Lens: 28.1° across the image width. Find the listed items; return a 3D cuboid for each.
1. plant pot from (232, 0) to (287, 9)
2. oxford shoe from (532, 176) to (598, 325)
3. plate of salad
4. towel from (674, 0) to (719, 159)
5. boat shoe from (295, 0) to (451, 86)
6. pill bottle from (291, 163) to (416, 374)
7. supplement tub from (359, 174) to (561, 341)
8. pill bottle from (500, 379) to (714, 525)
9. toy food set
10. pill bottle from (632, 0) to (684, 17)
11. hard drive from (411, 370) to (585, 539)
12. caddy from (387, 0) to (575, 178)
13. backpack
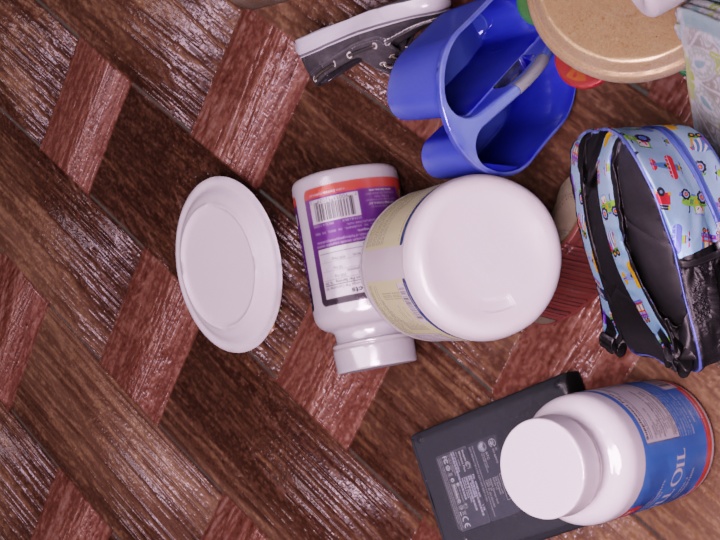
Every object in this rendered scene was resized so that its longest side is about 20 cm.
[{"bbox_3d":[-0.052,-0.377,1.456,0.173,0.200,0.200,-5,89,24],"label":"plant pot"},{"bbox_3d":[0.203,-0.036,1.327,0.200,0.070,0.075,-60,27,30],"label":"oxford shoe"},{"bbox_3d":[-0.144,-0.007,1.628,0.200,0.048,0.200,13,107,48],"label":"plate of salad"},{"bbox_3d":[0.327,-0.122,1.133,0.200,0.048,0.171,43,155,57],"label":"towel"},{"bbox_3d":[0.016,-0.232,1.469,0.200,0.070,0.066,-13,101,38],"label":"boat shoe"},{"bbox_3d":[0.000,0.000,1.460,0.111,0.111,0.200,-14,83,40],"label":"pill bottle"},{"bbox_3d":[0.083,-0.007,1.318,0.200,0.145,0.145,171,95,-74],"label":"supplement tub"},{"bbox_3d":[0.208,0.156,1.228,0.112,0.200,0.112,3,94,41],"label":"pill bottle"},{"bbox_3d":[0.235,-0.252,1.246,0.200,0.049,0.198,8,83,19],"label":"toy food set"},{"bbox_3d":[0.291,-0.300,1.150,0.200,0.114,0.114,-30,70,6],"label":"pill bottle"},{"bbox_3d":[0.148,0.195,1.393,0.200,0.033,0.140,-28,74,39],"label":"hard drive"},{"bbox_3d":[0.120,-0.169,1.299,0.105,0.200,0.141,-8,122,47],"label":"caddy"},{"bbox_3d":[0.254,-0.031,1.167,0.183,0.134,0.200,-166,56,-79],"label":"backpack"}]
